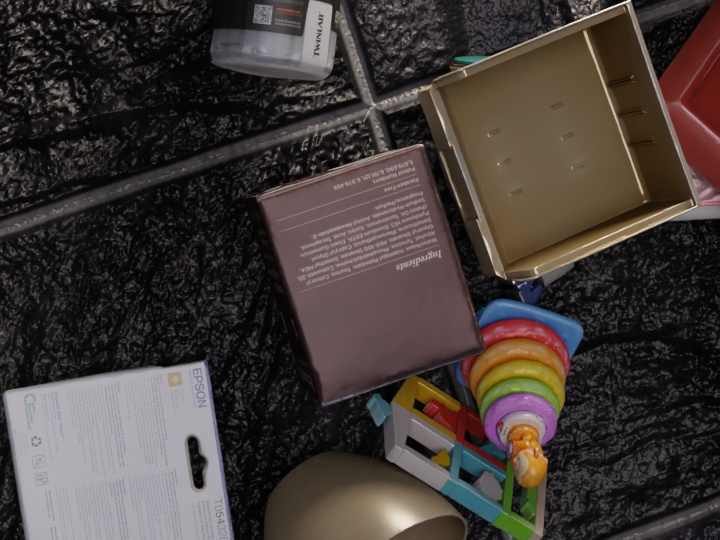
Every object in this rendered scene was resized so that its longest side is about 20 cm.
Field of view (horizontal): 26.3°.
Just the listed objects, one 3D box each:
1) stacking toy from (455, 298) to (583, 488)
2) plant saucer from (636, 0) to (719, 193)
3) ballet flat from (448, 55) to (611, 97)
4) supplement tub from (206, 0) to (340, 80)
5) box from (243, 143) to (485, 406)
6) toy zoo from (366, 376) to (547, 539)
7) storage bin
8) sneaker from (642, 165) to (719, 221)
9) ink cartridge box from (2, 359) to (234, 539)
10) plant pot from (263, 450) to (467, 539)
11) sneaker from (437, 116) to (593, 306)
[{"bbox_3d":[0.151,0.132,1.458,0.109,0.201,0.117,16,126,-10],"label":"stacking toy"},{"bbox_3d":[0.395,-0.156,1.517,0.200,0.037,0.200,40,60,-3],"label":"plant saucer"},{"bbox_3d":[0.187,-0.181,1.525,0.198,0.071,0.071,-4,93,-8],"label":"ballet flat"},{"bbox_3d":[-0.075,-0.287,1.453,0.121,0.123,0.202,7,92,-8],"label":"supplement tub"},{"bbox_3d":[0.000,0.000,1.453,0.163,0.166,0.202,-18,94,-7],"label":"box"},{"bbox_3d":[0.093,0.174,1.495,0.199,0.131,0.021,33,118,-8],"label":"toy zoo"},{"bbox_3d":[0.182,-0.117,1.436,0.197,0.094,0.201,-23,97,-15],"label":"storage bin"},{"bbox_3d":[0.364,-0.106,1.543,0.198,0.075,0.106,-3,98,-3],"label":"sneaker"},{"bbox_3d":[-0.232,0.197,1.494,0.198,0.043,0.198,-8,92,-9],"label":"ink cartridge box"},{"bbox_3d":[-0.016,0.252,1.468,0.200,0.201,0.135,-38,61,-5],"label":"plant pot"},{"bbox_3d":[0.161,-0.072,1.523,0.115,0.081,0.201,-29,102,-10],"label":"sneaker"}]
